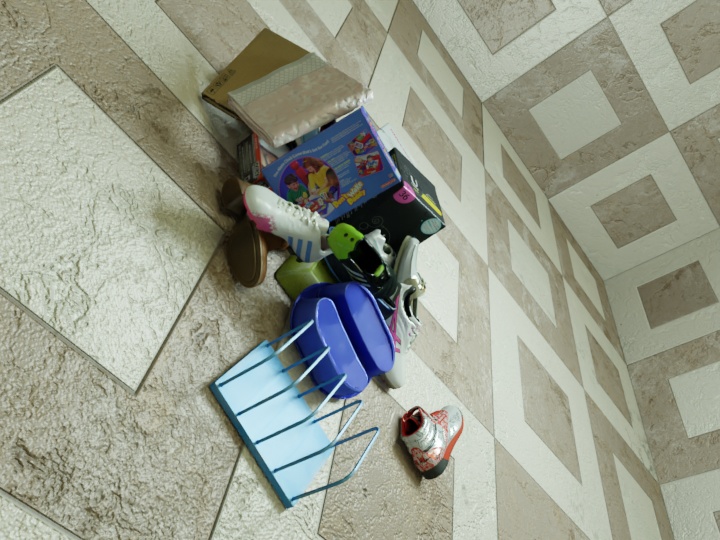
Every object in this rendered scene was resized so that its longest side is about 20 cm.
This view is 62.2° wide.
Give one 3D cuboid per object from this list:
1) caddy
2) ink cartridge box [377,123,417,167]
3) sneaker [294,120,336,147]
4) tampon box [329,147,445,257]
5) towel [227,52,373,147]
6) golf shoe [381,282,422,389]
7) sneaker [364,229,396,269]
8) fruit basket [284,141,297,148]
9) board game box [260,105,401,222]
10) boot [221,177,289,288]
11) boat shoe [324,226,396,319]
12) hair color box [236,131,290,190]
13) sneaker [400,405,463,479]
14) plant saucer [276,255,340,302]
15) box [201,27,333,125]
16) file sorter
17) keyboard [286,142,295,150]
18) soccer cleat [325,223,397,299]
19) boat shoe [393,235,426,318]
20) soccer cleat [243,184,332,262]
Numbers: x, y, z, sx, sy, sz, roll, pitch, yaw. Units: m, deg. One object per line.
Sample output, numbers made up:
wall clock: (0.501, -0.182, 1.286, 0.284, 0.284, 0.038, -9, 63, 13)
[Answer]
caddy: (-0.034, 0.114, 0.994, 0.140, 0.104, 0.203, -27, 95, -35)
ink cartridge box: (0.055, -0.272, 1.503, 0.147, 0.083, 0.200, 56, 29, -9)
sneaker: (-0.069, -0.195, 1.079, 0.078, 0.089, 0.204, -1, 82, -48)
tampon box: (0.048, -0.117, 1.228, 0.149, 0.199, 0.128, 34, 33, -37)
towel: (-0.107, -0.295, 1.014, 0.191, 0.198, 0.033, 45, -22, 38)
golf shoe: (0.073, 0.124, 1.137, 0.072, 0.090, 0.204, 3, 82, -70)
sneaker: (0.043, -0.002, 1.206, 0.071, 0.080, 0.201, 55, -3, 41)
fruit basket: (-0.163, -0.338, 1.205, 0.201, 0.093, 0.186, 51, 30, -12)
board game box: (-0.049, -0.163, 1.001, 0.136, 0.198, 0.045, 59, 15, -13)
boot: (-0.154, -0.050, 1.001, 0.155, 0.076, 0.202, 24, 38, -53)
boat shoe: (0.000, 0.000, 1.092, 0.201, 0.068, 0.084, 55, 29, -12)
hair color box: (-0.137, -0.166, 1.126, 0.199, 0.063, 0.113, 23, 47, -47)
sneaker: (0.139, 0.295, 1.158, 0.109, 0.067, 0.202, 58, 31, -11)
plant saucer: (-0.047, 0.032, 1.111, 0.201, 0.047, 0.201, 54, 29, -13)
box: (-0.168, -0.346, 1.097, 0.162, 0.021, 0.201, 31, 65, 8)
file sorter: (-0.082, 0.191, 0.837, 0.202, 0.122, 0.139, 58, 28, -4)
keyboard: (-0.105, -0.268, 1.142, 0.127, 0.020, 0.202, -41, 105, -37)
soccer cleat: (0.015, -0.002, 0.980, 0.081, 0.068, 0.200, 33, -9, 43)
boat shoe: (0.100, 0.031, 1.206, 0.075, 0.067, 0.203, -39, 141, -60)
soccer cleat: (-0.103, -0.080, 0.938, 0.200, 0.085, 0.071, 44, 35, -53)
